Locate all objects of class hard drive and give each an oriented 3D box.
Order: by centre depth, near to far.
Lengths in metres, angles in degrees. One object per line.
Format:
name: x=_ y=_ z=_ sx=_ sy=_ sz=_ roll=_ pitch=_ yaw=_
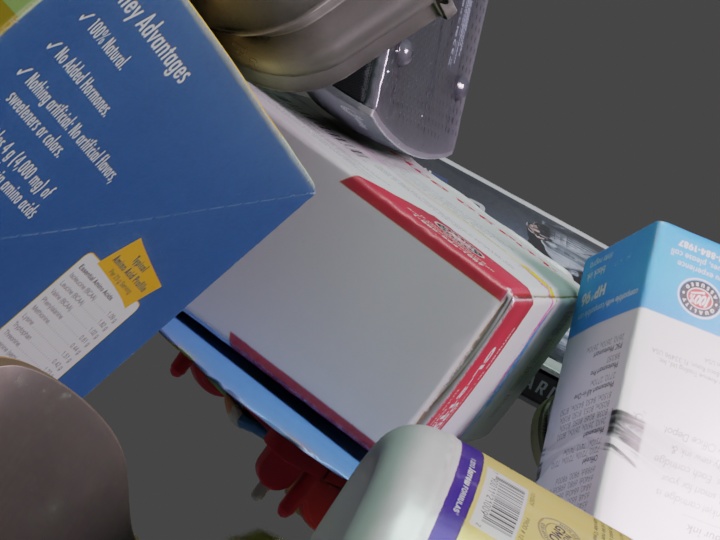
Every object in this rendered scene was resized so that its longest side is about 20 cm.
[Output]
hard drive: x=0.020 y=-0.116 z=1.173 sx=0.042 sy=0.135 sz=0.200 roll=13 pitch=1 yaw=11

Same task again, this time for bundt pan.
bundt pan: x=-0.060 y=-0.141 z=0.992 sx=0.202 sy=0.076 sz=0.202 roll=48 pitch=-3 yaw=4

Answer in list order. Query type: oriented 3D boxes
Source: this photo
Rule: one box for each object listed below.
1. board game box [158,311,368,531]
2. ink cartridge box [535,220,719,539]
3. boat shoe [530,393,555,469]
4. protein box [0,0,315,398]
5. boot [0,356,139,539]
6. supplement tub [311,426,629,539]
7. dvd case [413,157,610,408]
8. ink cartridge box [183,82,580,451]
board game box: x=-0.029 y=0.063 z=1.113 sx=0.158 sy=0.039 sz=0.200 roll=36 pitch=6 yaw=-5
ink cartridge box: x=0.131 y=0.097 z=1.147 sx=0.116 sy=0.068 sz=0.200 roll=22 pitch=69 yaw=-18
boat shoe: x=0.170 y=0.083 z=1.247 sx=0.200 sy=0.068 sz=0.075 roll=16 pitch=61 yaw=-25
protein box: x=-0.152 y=-0.041 z=0.923 sx=0.135 sy=0.200 sz=0.199 roll=47 pitch=-4 yaw=27
boot: x=-0.113 y=0.078 z=0.915 sx=0.075 sy=0.074 sz=0.200 roll=36 pitch=-16 yaw=29
supplement tub: x=0.064 y=0.157 z=0.939 sx=0.200 sy=0.145 sz=0.145 roll=30 pitch=27 yaw=-3
dvd case: x=0.071 y=0.009 z=1.339 sx=0.200 sy=0.025 sz=0.150 roll=29 pitch=27 yaw=-7
ink cartridge box: x=0.000 y=0.000 z=1.154 sx=0.146 sy=0.083 sz=0.200 roll=36 pitch=7 yaw=11
